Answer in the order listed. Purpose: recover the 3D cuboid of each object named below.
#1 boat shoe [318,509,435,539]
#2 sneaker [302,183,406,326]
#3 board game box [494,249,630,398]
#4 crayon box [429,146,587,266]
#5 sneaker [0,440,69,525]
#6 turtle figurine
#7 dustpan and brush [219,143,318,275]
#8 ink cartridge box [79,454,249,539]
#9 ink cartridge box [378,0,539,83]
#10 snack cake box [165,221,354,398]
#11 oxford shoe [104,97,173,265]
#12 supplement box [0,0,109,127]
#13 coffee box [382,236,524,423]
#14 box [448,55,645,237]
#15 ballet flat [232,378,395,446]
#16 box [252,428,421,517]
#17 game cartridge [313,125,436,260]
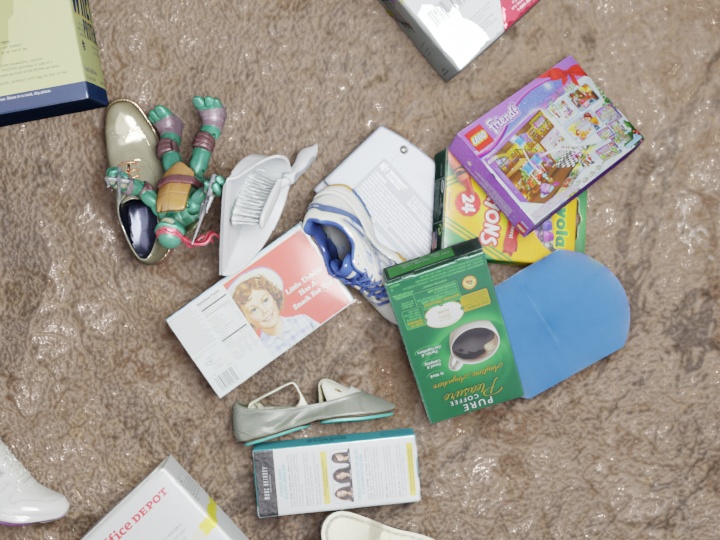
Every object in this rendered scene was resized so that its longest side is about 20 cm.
[{"bbox_3d":[0.041,0.348,1.476,0.198,0.060,0.073,23,77,-4],"label":"boat shoe"},{"bbox_3d":[0.000,0.000,1.415,0.075,0.088,0.201,-32,101,36],"label":"sneaker"},{"bbox_3d":[0.218,0.056,1.450,0.199,0.039,0.159,-31,114,12],"label":"board game box"},{"bbox_3d":[0.185,-0.071,1.438,0.197,0.051,0.129,4,85,-14],"label":"crayon box"},{"bbox_3d":[-0.437,0.239,1.443,0.198,0.075,0.101,20,94,-3],"label":"sneaker"},{"bbox_3d":[-0.211,-0.099,1.374,0.148,0.101,0.202,1,58,9],"label":"turtle figurine"},{"bbox_3d":[-0.101,-0.096,1.399,0.057,0.201,0.141,14,131,8],"label":"dustpan and brush"},{"bbox_3d":[-0.217,0.344,1.454,0.145,0.083,0.200,-42,94,0],"label":"ink cartridge box"},{"bbox_3d":[0.095,-0.343,1.395,0.145,0.145,0.201,-40,94,1],"label":"ink cartridge box"},{"bbox_3d":[-0.118,0.046,1.449,0.199,0.067,0.116,-35,92,0],"label":"snack cake box"},{"bbox_3d":[-0.261,-0.106,1.431,0.070,0.074,0.203,-15,93,1],"label":"oxford shoe"},{"bbox_3d":[-0.410,-0.274,1.386,0.197,0.134,0.203,-11,94,-1],"label":"supplement box"},{"bbox_3d":[0.108,0.072,1.404,0.122,0.044,0.202,-19,116,4],"label":"coffee box"},{"bbox_3d":[0.217,-0.147,1.409,0.199,0.039,0.137,-35,80,-26],"label":"box"},{"bbox_3d":[-0.058,0.162,1.460,0.197,0.067,0.065,-11,85,-2],"label":"ballet flat"},{"bbox_3d":[-0.029,0.244,1.472,0.197,0.049,0.084,-5,93,-2],"label":"box"},{"bbox_3d":[0.057,-0.069,1.465,0.133,0.040,0.200,-42,94,4],"label":"game cartridge"}]
